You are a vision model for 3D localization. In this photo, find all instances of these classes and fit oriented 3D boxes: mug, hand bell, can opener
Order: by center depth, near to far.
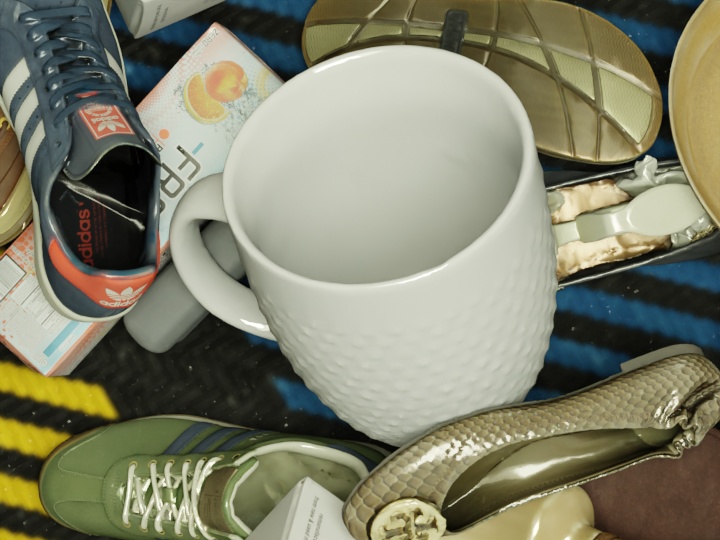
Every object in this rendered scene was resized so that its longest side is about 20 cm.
[{"bbox_3d":[0.000,0.000,1.096,0.199,0.176,0.148,7,55,19],"label":"mug"},{"bbox_3d":[0.128,0.143,1.110,0.200,0.104,0.104,17,89,38],"label":"hand bell"},{"bbox_3d":[-0.035,-0.021,1.171,0.067,0.053,0.200,46,105,1],"label":"can opener"}]

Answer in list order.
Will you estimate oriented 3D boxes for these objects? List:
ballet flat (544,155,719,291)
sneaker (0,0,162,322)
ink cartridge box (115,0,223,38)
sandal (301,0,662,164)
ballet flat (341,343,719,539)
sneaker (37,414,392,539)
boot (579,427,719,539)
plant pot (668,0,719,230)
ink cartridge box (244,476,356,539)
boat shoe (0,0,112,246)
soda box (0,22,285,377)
[{"bbox_3d":[0.114,-0.023,1.179,0.199,0.073,0.073,-12,89,2],"label":"ballet flat"},{"bbox_3d":[-0.136,-0.077,1.102,0.075,0.084,0.201,-14,87,-24],"label":"sneaker"},{"bbox_3d":[-0.056,-0.231,1.159,0.200,0.086,0.147,-25,88,-10],"label":"ink cartridge box"},{"bbox_3d":[0.067,-0.107,1.193,0.199,0.054,0.081,13,83,16],"label":"sandal"},{"bbox_3d":[0.088,0.092,1.079,0.200,0.067,0.046,-20,56,-10],"label":"ballet flat"},{"bbox_3d":[-0.075,0.112,1.170,0.200,0.090,0.067,1,90,2],"label":"sneaker"},{"bbox_3d":[0.187,0.106,1.114,0.166,0.072,0.200,47,129,26],"label":"boot"},{"bbox_3d":[0.251,-0.070,1.164,0.199,0.027,0.201,5,68,-12],"label":"plant pot"},{"bbox_3d":[0.004,0.224,1.126,0.200,0.084,0.146,36,118,-11],"label":"ink cartridge box"},{"bbox_3d":[-0.185,-0.114,1.164,0.072,0.068,0.201,3,69,33],"label":"boat shoe"},{"bbox_3d":[-0.117,-0.035,1.184,0.064,0.068,0.200,43,91,3],"label":"soda box"}]
